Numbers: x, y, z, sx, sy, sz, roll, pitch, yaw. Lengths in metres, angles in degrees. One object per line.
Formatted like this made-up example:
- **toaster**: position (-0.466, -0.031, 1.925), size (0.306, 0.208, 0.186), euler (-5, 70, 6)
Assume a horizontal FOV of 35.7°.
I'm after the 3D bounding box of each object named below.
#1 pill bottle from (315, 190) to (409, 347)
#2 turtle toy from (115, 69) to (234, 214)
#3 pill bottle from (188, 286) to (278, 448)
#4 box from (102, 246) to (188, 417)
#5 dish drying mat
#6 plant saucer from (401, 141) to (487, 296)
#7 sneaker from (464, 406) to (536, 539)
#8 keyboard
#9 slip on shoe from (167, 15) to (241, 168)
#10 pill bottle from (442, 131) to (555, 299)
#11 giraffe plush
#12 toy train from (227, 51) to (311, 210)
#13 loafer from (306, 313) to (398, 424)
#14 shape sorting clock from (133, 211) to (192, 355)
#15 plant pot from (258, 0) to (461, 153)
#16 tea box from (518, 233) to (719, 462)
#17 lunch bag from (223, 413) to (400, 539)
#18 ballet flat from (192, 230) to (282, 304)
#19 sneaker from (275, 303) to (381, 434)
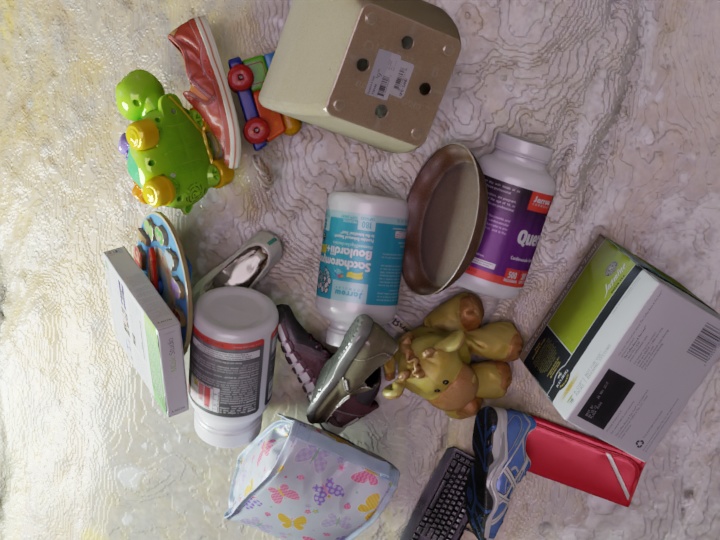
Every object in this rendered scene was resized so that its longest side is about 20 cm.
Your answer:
- **pill bottle**: position (0.000, 0.000, 1.472), size (0.110, 0.111, 0.202), euler (7, 94, 6)
- **turtle toy**: position (-0.263, -0.170, 1.482), size (0.101, 0.145, 0.202), euler (-9, 99, 43)
- **pill bottle**: position (-0.173, 0.132, 1.496), size (0.115, 0.116, 0.201), euler (11, 123, 5)
- **box**: position (-0.284, 0.078, 1.475), size (0.036, 0.200, 0.145), euler (-17, 129, -24)
- **dish drying mat**: position (0.286, 0.258, 1.536), size (0.198, 0.018, 0.077), euler (20, 102, 3)
- **plant saucer**: position (0.109, -0.063, 1.429), size (0.032, 0.200, 0.202), euler (11, 102, -24)
- **sneaker**: position (0.190, 0.279, 1.505), size (0.076, 0.076, 0.202), euler (0, 112, -20)
- **keyboard**: position (0.136, 0.358, 1.570), size (0.126, 0.021, 0.201), euler (26, 102, 2)
- **slip on shoe**: position (-0.198, -0.227, 1.453), size (0.061, 0.074, 0.202), euler (-19, 95, -6)
- **pill bottle**: position (0.183, -0.072, 1.446), size (0.112, 0.112, 0.202), euler (18, 101, 4)
- **giraffe plush**: position (0.107, 0.119, 1.460), size (0.199, 0.162, 0.174), euler (20, 101, 3)
- **toy train**: position (-0.099, -0.194, 1.483), size (0.115, 0.085, 0.202), euler (-17, 97, -4)
- **loafer**: position (-0.012, 0.140, 1.428), size (0.069, 0.076, 0.200), euler (25, 135, -7)
- **shape sorting clock**: position (-0.265, 0.022, 1.487), size (0.039, 0.200, 0.202), euler (-6, 100, -25)
- **plant pot**: position (0.015, -0.250, 1.371), size (0.199, 0.177, 0.201), euler (17, 102, -23)
- **tea box**: position (0.327, 0.092, 1.401), size (0.133, 0.197, 0.201), euler (28, 103, -18)
- **lunch bag**: position (-0.060, 0.274, 1.476), size (0.169, 0.128, 0.200), euler (24, 139, -16)
- **ballet flat**: position (-0.186, 0.025, 1.531), size (0.069, 0.069, 0.200), euler (44, 102, -2)
- **sneaker**: position (-0.035, 0.118, 1.532), size (0.115, 0.076, 0.201), euler (-25, 105, 4)
